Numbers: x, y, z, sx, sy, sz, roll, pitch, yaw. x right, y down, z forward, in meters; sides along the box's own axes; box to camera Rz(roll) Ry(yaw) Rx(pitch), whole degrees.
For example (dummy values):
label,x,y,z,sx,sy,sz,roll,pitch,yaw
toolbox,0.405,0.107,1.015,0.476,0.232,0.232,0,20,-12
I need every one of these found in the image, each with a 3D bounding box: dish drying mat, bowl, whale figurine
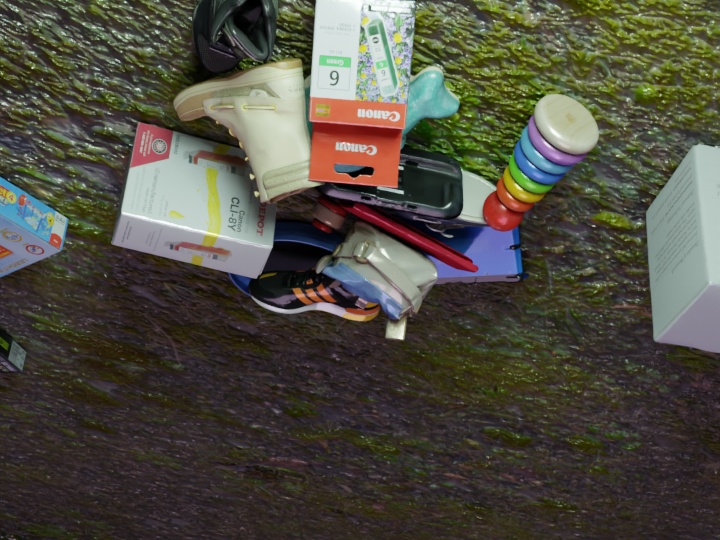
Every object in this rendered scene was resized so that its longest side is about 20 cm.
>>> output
label,x,y,z,sx,sy,sz,roll,pitch,yaw
dish drying mat,0.064,-0.048,1.544,0.198,0.018,0.077,27,175,-20
bowl,-0.099,-0.008,1.723,0.197,0.040,0.202,3,150,2
whale figurine,0.014,-0.178,1.353,0.197,0.105,0.159,-7,147,24

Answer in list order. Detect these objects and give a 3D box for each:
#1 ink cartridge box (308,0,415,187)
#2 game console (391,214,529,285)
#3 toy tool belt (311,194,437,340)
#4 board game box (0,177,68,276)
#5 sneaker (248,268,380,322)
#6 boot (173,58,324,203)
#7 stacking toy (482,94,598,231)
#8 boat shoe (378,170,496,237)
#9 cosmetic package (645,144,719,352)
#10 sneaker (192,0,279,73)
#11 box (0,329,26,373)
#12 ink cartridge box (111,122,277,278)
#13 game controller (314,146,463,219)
label,x,y,z,sx,sy,sz,roll,pitch,yaw
ink cartridge box,-0.001,-0.193,1.253,0.107,0.203,0.050,5,-171,0
game console,0.138,-0.034,1.667,0.197,0.119,0.173,-3,118,12
toy tool belt,0.000,0.000,1.565,0.198,0.124,0.125,31,-173,1
board game box,-0.563,-0.069,1.667,0.198,0.057,0.195,-18,143,33
sneaker,-0.061,0.014,1.663,0.197,0.071,0.091,8,135,-7
boot,-0.131,-0.153,1.353,0.198,0.158,0.072,-8,-170,37
stacking toy,0.208,-0.118,1.415,0.084,0.086,0.201,15,138,-17
boat shoe,0.096,-0.091,1.520,0.197,0.076,0.062,9,148,-5
cosmetic package,0.473,-0.020,1.461,0.165,0.203,0.167,8,150,-8
sneaker,-0.139,-0.255,1.239,0.075,0.116,0.199,19,149,-20
box,-0.722,0.125,2.031,0.190,0.048,0.201,-2,150,16
ink cartridge box,-0.209,-0.090,1.494,0.197,0.147,0.084,13,147,-15
game controller,0.036,-0.118,1.452,0.197,0.106,0.042,10,145,-8
